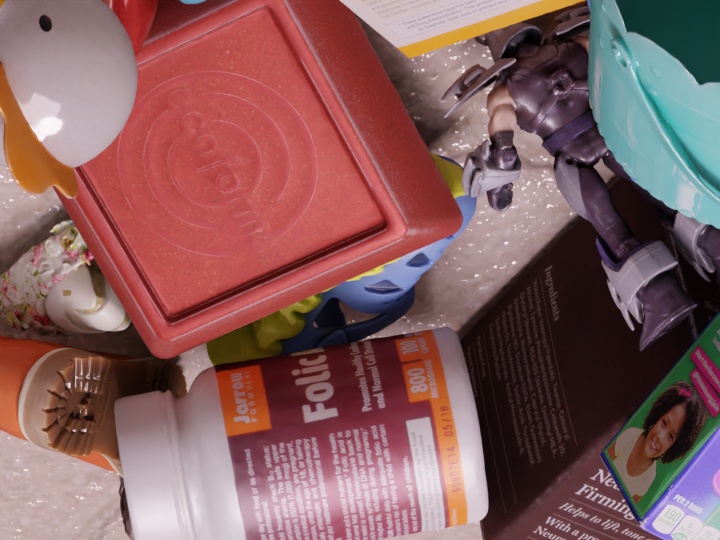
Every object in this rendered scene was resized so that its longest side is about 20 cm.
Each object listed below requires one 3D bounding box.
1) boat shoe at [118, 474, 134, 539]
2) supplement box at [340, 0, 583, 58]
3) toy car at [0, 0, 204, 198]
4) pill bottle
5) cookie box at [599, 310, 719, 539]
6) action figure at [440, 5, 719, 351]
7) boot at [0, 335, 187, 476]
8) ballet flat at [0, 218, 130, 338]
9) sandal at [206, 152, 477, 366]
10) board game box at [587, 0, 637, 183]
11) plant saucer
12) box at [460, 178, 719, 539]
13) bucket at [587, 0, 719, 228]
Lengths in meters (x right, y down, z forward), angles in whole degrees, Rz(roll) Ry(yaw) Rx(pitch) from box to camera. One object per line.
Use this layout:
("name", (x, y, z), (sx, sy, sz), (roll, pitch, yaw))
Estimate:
("boat shoe", (-0.054, 0.124, 1.724), (0.199, 0.060, 0.072), (-12, 136, 5))
("supplement box", (0.013, -0.199, 1.365), (0.126, 0.074, 0.200), (-14, 141, 40))
("toy car", (-0.165, -0.124, 1.349), (0.184, 0.200, 0.177), (-21, 130, 13))
("pill bottle", (-0.034, 0.103, 1.575), (0.199, 0.114, 0.114), (-10, 136, -3))
("cookie box", (0.257, 0.075, 1.477), (0.171, 0.075, 0.200), (28, 108, -30))
("action figure", (0.122, -0.061, 1.489), (0.130, 0.200, 0.069), (-34, 170, -12))
("boot", (-0.176, 0.073, 1.639), (0.107, 0.075, 0.200), (14, 173, 25))
("ballet flat", (-0.129, -0.004, 1.580), (0.200, 0.064, 0.076), (-29, 133, 21))
("sandal", (0.000, 0.000, 1.599), (0.087, 0.080, 0.200), (22, 136, -35))
("board game box", (0.200, -0.131, 1.458), (0.157, 0.039, 0.201), (-14, 94, -1))
("plant saucer", (-0.075, -0.061, 1.494), (0.199, 0.037, 0.200), (-24, 110, 16))
("box", (0.181, 0.073, 1.627), (0.166, 0.165, 0.200), (23, 128, -28))
("bucket", (0.204, -0.124, 1.335), (0.206, 0.208, 0.135), (-3, 150, -4))
